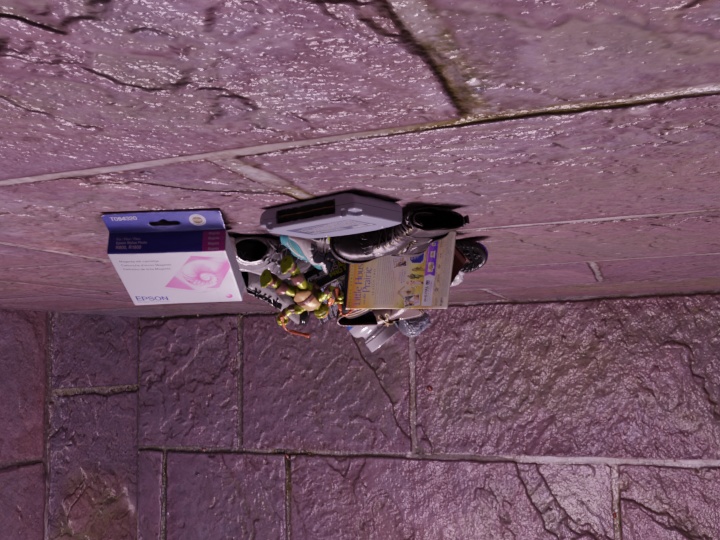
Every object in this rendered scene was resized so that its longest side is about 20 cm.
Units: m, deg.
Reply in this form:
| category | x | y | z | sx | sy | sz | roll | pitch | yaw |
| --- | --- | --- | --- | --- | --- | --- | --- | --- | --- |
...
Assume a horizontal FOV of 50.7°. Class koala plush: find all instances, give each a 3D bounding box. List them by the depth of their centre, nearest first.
| category | x | y | z | sx | sy | sz | roll | pitch | yaw |
| --- | --- | --- | --- | --- | --- | --- | --- | --- | --- |
| koala plush | 0.141 | 0.034 | 1.813 | 0.196 | 0.188 | 0.177 | -21 | -169 | -21 |

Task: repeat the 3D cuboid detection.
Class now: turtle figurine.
| category | x | y | z | sx | sy | sz | roll | pitch | yaw |
| --- | --- | --- | --- | --- | --- | --- | --- | --- | --- |
| turtle figurine | -0.097 | 0.039 | 1.399 | 0.197 | 0.065 | 0.161 | -21 | 131 | 32 |

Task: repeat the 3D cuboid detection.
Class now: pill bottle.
| category | x | y | z | sx | sy | sz | roll | pitch | yaw |
| --- | --- | --- | --- | --- | --- | --- | --- | --- | --- |
| pill bottle | 0.000 | 0.081 | 1.754 | 0.111 | 0.202 | 0.112 | -37 | 176 | -3 |

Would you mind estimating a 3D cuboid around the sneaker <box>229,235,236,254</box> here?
| category | x | y | z | sx | sy | sz | roll | pitch | yaw |
| --- | --- | --- | --- | --- | --- | --- | --- | --- | --- |
| sneaker | -0.316 | -0.023 | 1.329 | 0.194 | 0.082 | 0.078 | -1 | 173 | 6 |

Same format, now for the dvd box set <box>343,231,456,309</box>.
| category | x | y | z | sx | sy | sz | roll | pitch | yaw |
| --- | --- | --- | --- | --- | --- | --- | --- | --- | --- |
| dvd box set | 0.069 | -0.004 | 1.355 | 0.195 | 0.150 | 0.029 | 0 | -164 | -15 |

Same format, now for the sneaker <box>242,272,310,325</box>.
| category | x | y | z | sx | sy | sz | roll | pitch | yaw |
| --- | --- | --- | --- | --- | --- | --- | --- | --- | --- |
| sneaker | -0.179 | 0.042 | 1.504 | 0.079 | 0.200 | 0.074 | -32 | 155 | -36 |

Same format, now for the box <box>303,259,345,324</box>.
| category | x | y | z | sx | sy | sz | roll | pitch | yaw |
| --- | --- | --- | --- | --- | --- | --- | --- | --- | --- |
| box | -0.035 | 0.029 | 1.577 | 0.158 | 0.045 | 0.201 | -28 | 159 | -5 |

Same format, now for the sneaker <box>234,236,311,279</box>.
| category | x | y | z | sx | sy | sz | roll | pitch | yaw |
| --- | --- | --- | --- | --- | --- | --- | --- | --- | --- |
| sneaker | -0.173 | -0.025 | 1.436 | 0.196 | 0.077 | 0.082 | 0 | 171 | -28 |

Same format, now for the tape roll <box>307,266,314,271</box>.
| category | x | y | z | sx | sy | sz | roll | pitch | yaw |
| --- | --- | --- | --- | --- | --- | --- | --- | --- | --- |
| tape roll | -0.109 | 0.006 | 1.618 | 0.197 | 0.038 | 0.204 | -10 | 156 | -4 |

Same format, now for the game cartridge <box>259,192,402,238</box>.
| category | x | y | z | sx | sy | sz | roll | pitch | yaw |
| --- | --- | --- | --- | --- | --- | --- | --- | --- | --- |
| game cartridge | -0.041 | -0.080 | 1.153 | 0.197 | 0.043 | 0.132 | -7 | 176 | 39 |

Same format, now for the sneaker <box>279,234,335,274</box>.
| category | x | y | z | sx | sy | sz | roll | pitch | yaw |
| --- | --- | --- | --- | --- | --- | --- | --- | --- | --- |
| sneaker | -0.087 | -0.046 | 1.374 | 0.078 | 0.079 | 0.200 | 16 | 173 | 16 |

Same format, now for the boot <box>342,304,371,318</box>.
| category | x | y | z | sx | sy | sz | roll | pitch | yaw |
| --- | --- | --- | --- | --- | --- | --- | --- | --- | --- |
| boot | 0.000 | 0.000 | 1.435 | 0.200 | 0.078 | 0.137 | -44 | 139 | 20 |

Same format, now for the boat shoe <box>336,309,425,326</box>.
| category | x | y | z | sx | sy | sz | roll | pitch | yaw |
| --- | --- | --- | --- | --- | --- | --- | --- | --- | --- |
| boat shoe | 0.040 | 0.082 | 1.511 | 0.196 | 0.061 | 0.072 | 0 | 145 | 28 |

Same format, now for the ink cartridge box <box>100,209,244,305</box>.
| category | x | y | z | sx | sy | sz | roll | pitch | yaw |
| --- | --- | --- | --- | --- | --- | --- | --- | --- | --- |
| ink cartridge box | -0.300 | -0.016 | 1.229 | 0.191 | 0.044 | 0.202 | -2 | 145 | 4 |

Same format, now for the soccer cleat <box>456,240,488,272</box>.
| category | x | y | z | sx | sy | sz | roll | pitch | yaw |
| --- | --- | --- | --- | --- | --- | --- | --- | --- | --- |
| soccer cleat | 0.210 | -0.031 | 1.584 | 0.072 | 0.070 | 0.199 | -25 | -178 | -29 |

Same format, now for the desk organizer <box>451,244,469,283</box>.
| category | x | y | z | sx | sy | sz | roll | pitch | yaw |
| --- | --- | --- | --- | --- | --- | --- | --- | --- | --- |
| desk organizer | 0.115 | 0.007 | 1.502 | 0.077 | 0.072 | 0.199 | -51 | -167 | -34 |

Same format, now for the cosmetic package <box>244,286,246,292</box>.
| category | x | y | z | sx | sy | sz | roll | pitch | yaw |
| --- | --- | --- | --- | --- | --- | --- | --- | --- | --- |
| cosmetic package | -0.306 | -0.003 | 1.559 | 0.196 | 0.093 | 0.106 | 8 | 168 | -36 |

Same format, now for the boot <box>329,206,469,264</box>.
| category | x | y | z | sx | sy | sz | roll | pitch | yaw |
| --- | --- | --- | --- | --- | --- | --- | --- | --- | --- |
| boot | 0.058 | -0.065 | 1.224 | 0.195 | 0.071 | 0.174 | -5 | 171 | -16 |
